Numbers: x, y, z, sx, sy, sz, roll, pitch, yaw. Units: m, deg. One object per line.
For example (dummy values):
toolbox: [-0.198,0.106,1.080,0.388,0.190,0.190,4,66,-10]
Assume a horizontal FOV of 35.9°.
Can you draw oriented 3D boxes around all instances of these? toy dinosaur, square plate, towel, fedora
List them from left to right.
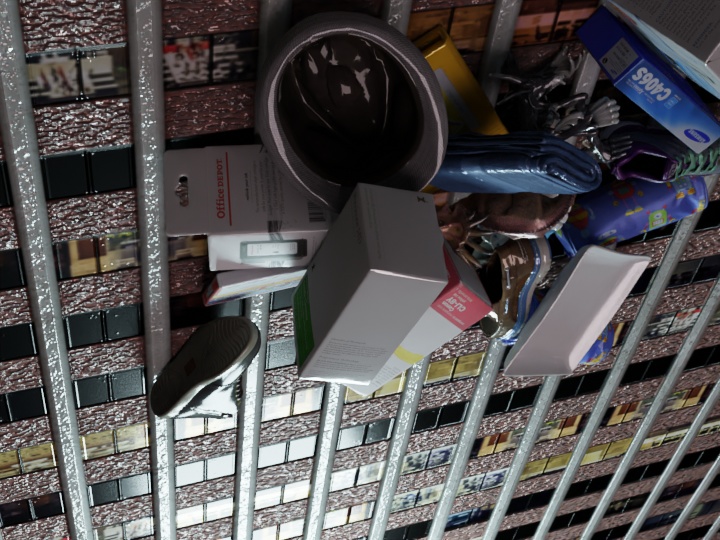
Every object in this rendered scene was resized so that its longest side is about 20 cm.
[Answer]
fedora: [-0.011,-0.162,1.090,0.177,0.090,0.200,-31,114,12]
towel: [0.143,-0.113,1.156,0.112,0.049,0.200,17,171,-43]
toy dinosaur: [0.168,-0.063,1.254,0.200,0.136,0.086,-5,123,30]
square plate: [0.275,0.051,1.425,0.200,0.028,0.198,7,120,-54]

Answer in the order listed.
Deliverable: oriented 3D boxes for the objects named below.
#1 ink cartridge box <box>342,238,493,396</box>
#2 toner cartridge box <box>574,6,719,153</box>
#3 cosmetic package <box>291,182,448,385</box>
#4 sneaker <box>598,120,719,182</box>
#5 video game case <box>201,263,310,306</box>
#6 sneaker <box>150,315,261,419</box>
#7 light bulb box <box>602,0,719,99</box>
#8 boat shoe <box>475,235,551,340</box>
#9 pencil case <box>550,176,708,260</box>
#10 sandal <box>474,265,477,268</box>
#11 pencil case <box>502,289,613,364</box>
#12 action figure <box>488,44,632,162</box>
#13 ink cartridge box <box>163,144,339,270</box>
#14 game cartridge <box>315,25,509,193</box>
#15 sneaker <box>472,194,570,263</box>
ink cartridge box: [0.038,0.035,1.336,0.200,0.145,0.083,-37,140,17]
toner cartridge box: [0.325,-0.209,1.236,0.043,0.095,0.200,-41,139,23]
cosmetic package: [0.004,0.018,1.096,0.085,0.108,0.200,8,141,-20]
sneaker: [0.385,-0.128,1.324,0.200,0.088,0.074,0,127,0]
video game case: [-0.100,0.008,1.249,0.143,0.017,0.200,-13,175,-14]
sneaker: [-0.170,0.124,1.406,0.106,0.075,0.200,13,139,-44]
light bulb box: [0.350,-0.256,1.089,0.198,0.200,0.125,25,109,-45]
boat shoe: [0.169,0.020,1.365,0.072,0.072,0.200,-10,144,-17]
pencil case: [0.340,-0.076,1.417,0.200,0.078,0.087,-24,133,1]
sandal: [0.091,0.045,1.450,0.212,0.078,0.070,-34,-171,-21]
pencil case: [0.268,0.080,1.556,0.200,0.078,0.087,17,112,-40]
action figure: [0.222,-0.183,1.202,0.102,0.119,0.200,-32,153,27]
ink cartridge box: [-0.100,-0.067,1.148,0.200,0.116,0.068,-2,146,-7]
game cartridge: [0.057,-0.153,1.215,0.176,0.032,0.200,-32,141,11]
sneaker: [0.193,-0.064,1.363,0.087,0.075,0.200,0,137,-19]
